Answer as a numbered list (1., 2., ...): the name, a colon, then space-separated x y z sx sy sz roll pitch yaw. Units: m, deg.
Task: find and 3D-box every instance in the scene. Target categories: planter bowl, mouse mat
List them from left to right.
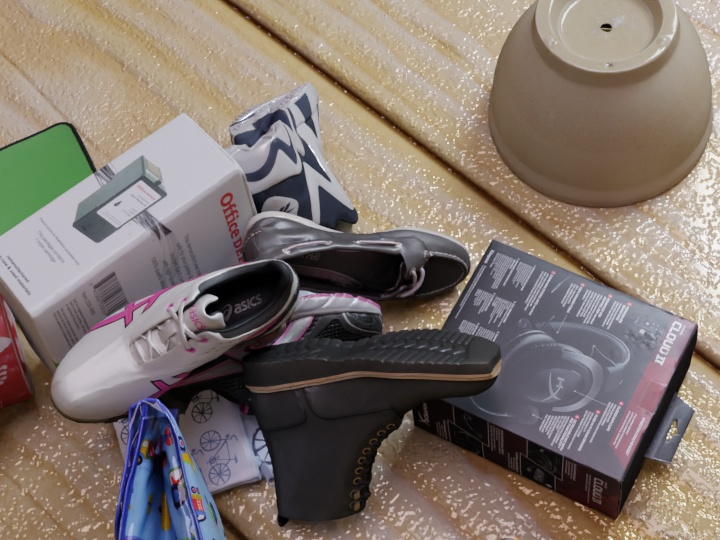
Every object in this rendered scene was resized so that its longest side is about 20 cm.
1. mouse mat: -0.321 -0.040 1.357 0.199 0.008 0.162 -26 59 -8
2. planter bowl: 0.207 -0.176 1.306 0.198 0.135 0.202 -3 58 5

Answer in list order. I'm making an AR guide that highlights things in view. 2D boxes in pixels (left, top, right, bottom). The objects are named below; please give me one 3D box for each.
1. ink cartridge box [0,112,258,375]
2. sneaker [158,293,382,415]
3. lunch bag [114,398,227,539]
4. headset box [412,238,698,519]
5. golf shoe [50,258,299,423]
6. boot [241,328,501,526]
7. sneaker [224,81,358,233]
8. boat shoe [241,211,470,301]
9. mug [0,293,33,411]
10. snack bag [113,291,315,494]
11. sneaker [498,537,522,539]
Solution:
1. ink cartridge box: -0.182 -0.008 1.219 0.199 0.147 0.084 -36 59 -17
2. sneaker: -0.079 0.069 1.212 0.198 0.080 0.087 -8 87 -13
3. lunch bag: -0.131 0.193 1.095 0.093 0.151 0.202 -7 66 2
4. headset box: 0.159 0.086 1.186 0.198 0.077 0.150 23 65 18
5. golf shoe: -0.136 0.043 1.108 0.199 0.092 0.073 -28 78 -18
6. boot: 0.016 0.121 1.141 0.198 0.140 0.077 -3 13 26
7. sneaker: -0.053 -0.077 1.314 0.079 0.130 0.199 -23 18 9
8. boat shoe: 0.000 0.000 1.231 0.198 0.067 0.057 8 37 -19
9. mug: -0.367 0.101 1.225 0.198 0.133 0.179 -18 97 -10
10. snack bag: -0.108 0.092 1.244 0.198 0.021 0.190 -18 58 -5
11. sneaker: 0.124 0.231 1.105 0.198 0.079 0.078 0 46 2
